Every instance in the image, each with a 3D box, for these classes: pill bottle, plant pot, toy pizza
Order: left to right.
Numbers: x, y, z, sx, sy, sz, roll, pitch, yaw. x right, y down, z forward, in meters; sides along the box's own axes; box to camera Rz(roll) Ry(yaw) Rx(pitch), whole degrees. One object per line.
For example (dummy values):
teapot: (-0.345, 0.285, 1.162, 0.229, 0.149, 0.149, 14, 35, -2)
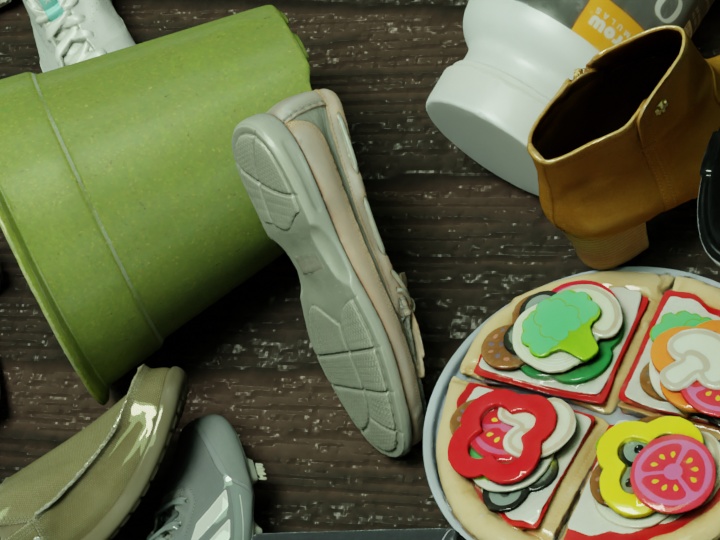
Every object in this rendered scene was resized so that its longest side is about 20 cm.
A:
plant pot: (-0.106, -0.055, 1.144, 0.189, 0.201, 0.201, -25, 58, -4)
pill bottle: (0.127, -0.147, 1.110, 0.116, 0.116, 0.201, 27, 79, 31)
toy pizza: (0.126, 0.070, 1.025, 0.198, 0.032, 0.201, -10, 48, 11)

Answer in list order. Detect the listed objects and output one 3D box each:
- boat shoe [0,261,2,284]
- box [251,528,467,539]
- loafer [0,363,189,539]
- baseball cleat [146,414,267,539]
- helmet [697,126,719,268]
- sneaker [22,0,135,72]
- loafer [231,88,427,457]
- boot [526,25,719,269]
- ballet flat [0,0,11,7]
boat shoe: (-0.250, 0.002, 1.236, 0.064, 0.072, 0.202, -12, 65, 12)
box: (0.008, 0.239, 0.969, 0.114, 0.132, 0.202, -3, 64, 25)
loafer: (-0.164, 0.128, 1.100, 0.067, 0.076, 0.201, 34, 99, -5)
baseball cleat: (-0.104, 0.166, 1.069, 0.070, 0.106, 0.202, -40, 46, 49)
helmet: (0.276, -0.022, 0.941, 0.200, 0.190, 0.201, -49, 25, 32)
sneaker: (-0.184, -0.156, 1.268, 0.075, 0.089, 0.201, -26, 59, 9)
loafer: (0.000, 0.000, 1.078, 0.063, 0.201, 0.072, -31, 16, -28)
boot: (0.175, -0.089, 1.036, 0.201, 0.144, 0.071, -39, 63, -6)
ballet flat: (-0.309, -0.184, 1.352, 0.199, 0.064, 0.076, -27, 59, 11)
